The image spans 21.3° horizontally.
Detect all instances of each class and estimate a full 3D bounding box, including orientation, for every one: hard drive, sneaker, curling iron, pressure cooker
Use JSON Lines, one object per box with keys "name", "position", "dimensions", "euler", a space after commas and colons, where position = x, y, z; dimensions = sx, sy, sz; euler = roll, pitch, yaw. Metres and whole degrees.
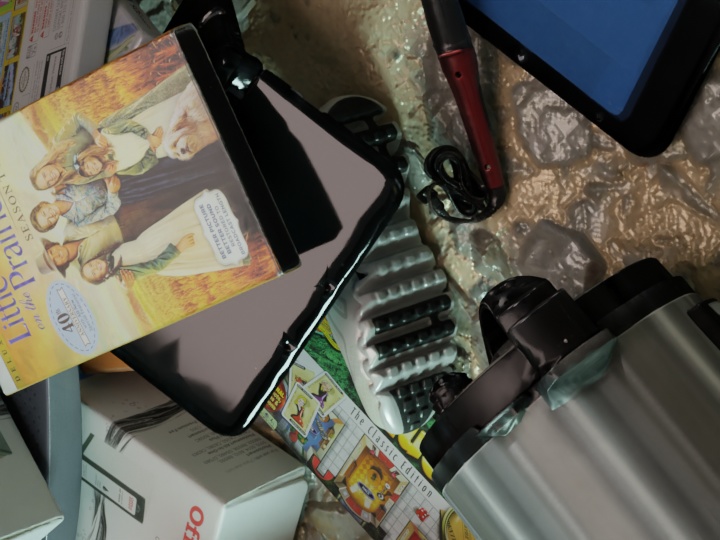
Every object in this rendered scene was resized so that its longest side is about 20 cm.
{"name": "hard drive", "position": [-0.239, 0.122, 1.272], "dimensions": [0.135, 0.042, 0.201], "euler": [20, 114, 37]}
{"name": "sneaker", "position": [0.000, 0.000, 1.140], "dimensions": [0.081, 0.075, 0.201], "euler": [-18, 83, 48]}
{"name": "curling iron", "position": [0.045, -0.114, 1.062], "dimensions": [0.026, 0.049, 0.201], "euler": [-139, 34, -61]}
{"name": "pressure cooker", "position": [0.128, 0.090, 0.988], "dimensions": [0.200, 0.178, 0.176], "euler": [51, 131, 14]}

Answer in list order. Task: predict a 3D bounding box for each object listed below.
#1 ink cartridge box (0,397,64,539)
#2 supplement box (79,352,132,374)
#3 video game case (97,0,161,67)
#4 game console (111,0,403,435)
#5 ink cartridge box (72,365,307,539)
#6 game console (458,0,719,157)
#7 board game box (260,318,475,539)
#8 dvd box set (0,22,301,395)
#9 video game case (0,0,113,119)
{"name": "ink cartridge box", "position": [-0.298, 0.117, 1.235], "dimensions": [0.146, 0.084, 0.201], "euler": [-41, 74, 40]}
{"name": "supplement box", "position": [-0.164, -0.036, 1.259], "dimensions": [0.066, 0.069, 0.201], "euler": [-6, 101, 39]}
{"name": "video game case", "position": [-0.202, -0.097, 1.185], "dimensions": [0.200, 0.022, 0.182], "euler": [-59, 39, 17]}
{"name": "game console", "position": [-0.084, -0.040, 1.125], "dimensions": [0.200, 0.116, 0.176], "euler": [-55, 27, 23]}
{"name": "ink cartridge box", "position": [-0.146, 0.154, 1.286], "dimensions": [0.200, 0.084, 0.147], "euler": [30, 120, 31]}
{"name": "game console", "position": [0.094, -0.173, 0.983], "dimensions": [0.200, 0.176, 0.117], "euler": [40, 96, 22]}
{"name": "board game box", "position": [0.022, 0.117, 1.183], "dimensions": [0.200, 0.023, 0.105], "euler": [45, 124, 19]}
{"name": "dvd box set", "position": [-0.147, -0.031, 1.064], "dimensions": [0.199, 0.029, 0.147], "euler": [-22, 93, 25]}
{"name": "video game case", "position": [-0.206, -0.151, 1.177], "dimensions": [0.182, 0.023, 0.201], "euler": [-10, 69, 50]}
